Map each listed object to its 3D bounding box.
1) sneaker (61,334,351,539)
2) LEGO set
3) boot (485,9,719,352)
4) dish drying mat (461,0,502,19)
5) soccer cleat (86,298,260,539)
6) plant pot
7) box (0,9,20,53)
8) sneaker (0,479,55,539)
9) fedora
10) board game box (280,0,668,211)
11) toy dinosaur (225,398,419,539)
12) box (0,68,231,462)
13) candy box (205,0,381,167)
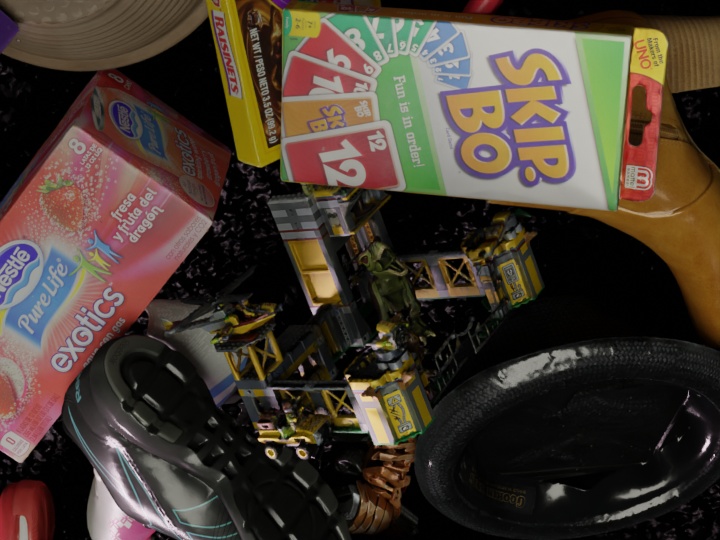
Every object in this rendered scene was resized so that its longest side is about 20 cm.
[{"bbox_3d":[-0.084,0.120,1.084,0.200,0.075,0.079,47,131,-8],"label":"sneaker"},{"bbox_3d":[0.000,0.000,1.059,0.153,0.200,0.116,2,123,44],"label":"LEGO set"},{"bbox_3d":[0.138,-0.043,1.077,0.143,0.071,0.202,-9,104,-12],"label":"boot"},{"bbox_3d":[0.075,-0.158,1.038,0.018,0.077,0.200,34,113,-1],"label":"dish drying mat"},{"bbox_3d":[-0.135,0.090,1.158,0.086,0.070,0.200,11,125,-33],"label":"soccer cleat"},{"bbox_3d":[-0.159,-0.192,1.026,0.200,0.093,0.202,1,115,2],"label":"plant pot"},{"bbox_3d":[-0.282,-0.169,1.026,0.200,0.137,0.039,43,69,-16],"label":"box"},{"bbox_3d":[-0.263,0.214,1.237,0.115,0.078,0.201,12,115,-4],"label":"sneaker"},{"bbox_3d":[0.123,0.072,1.125,0.200,0.092,0.201,-8,139,-7],"label":"fedora"},{"bbox_3d":[0.057,-0.086,1.014,0.199,0.030,0.096,5,112,7],"label":"board game box"},{"bbox_3d":[-0.017,0.120,1.164,0.135,0.102,0.200,25,120,-10],"label":"toy dinosaur"},{"bbox_3d":[-0.170,-0.005,1.113,0.095,0.103,0.200,35,114,-13],"label":"box"},{"bbox_3d":[-0.038,-0.166,1.037,0.102,0.026,0.201,-28,120,-32],"label":"candy box"}]
